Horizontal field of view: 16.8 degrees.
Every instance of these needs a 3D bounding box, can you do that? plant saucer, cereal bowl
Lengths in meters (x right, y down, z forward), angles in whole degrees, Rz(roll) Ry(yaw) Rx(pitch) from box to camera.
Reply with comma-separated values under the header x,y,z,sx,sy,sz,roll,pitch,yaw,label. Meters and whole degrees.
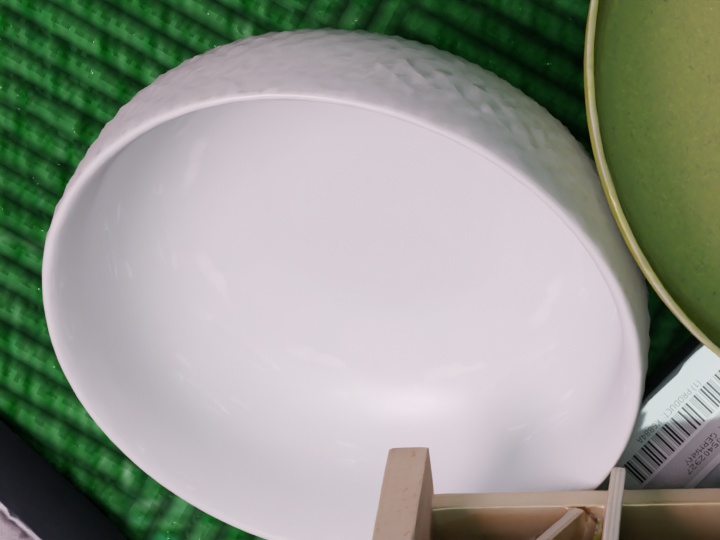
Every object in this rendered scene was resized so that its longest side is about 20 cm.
x,y,z,sx,sy,sz,roll,pitch,yaw,label
0.148,-0.053,0.785,0.199,0.031,0.201,4,82,-28,plant saucer
0.000,0.000,0.812,0.199,0.083,0.200,7,129,9,cereal bowl

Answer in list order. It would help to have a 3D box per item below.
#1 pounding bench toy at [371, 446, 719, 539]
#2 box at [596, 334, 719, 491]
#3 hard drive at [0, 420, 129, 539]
x,y,z,sx,sy,sz,roll,pitch,yaw,label
0.081,0.158,0.729,0.155,0.200,0.125,-2,120,9,pounding bench toy
0.148,0.134,0.852,0.200,0.041,0.156,43,102,1,box
-0.140,0.140,0.887,0.200,0.042,0.135,45,101,-1,hard drive
